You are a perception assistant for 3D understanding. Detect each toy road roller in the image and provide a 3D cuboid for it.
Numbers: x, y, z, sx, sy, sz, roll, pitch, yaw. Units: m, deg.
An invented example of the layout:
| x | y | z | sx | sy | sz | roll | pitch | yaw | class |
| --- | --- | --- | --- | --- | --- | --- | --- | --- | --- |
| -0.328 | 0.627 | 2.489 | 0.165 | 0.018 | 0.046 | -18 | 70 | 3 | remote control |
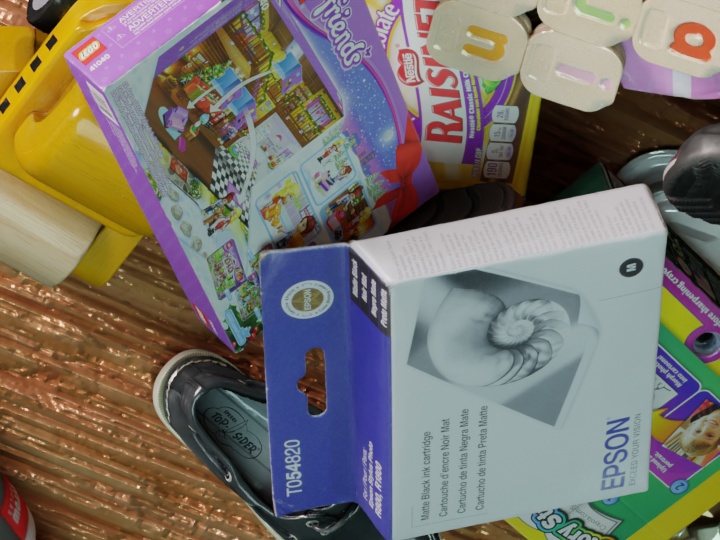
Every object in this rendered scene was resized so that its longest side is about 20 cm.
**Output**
| x | y | z | sx | sy | sz | roll | pitch | yaw | class |
| --- | --- | --- | --- | --- | --- | --- | --- | --- | --- |
| -0.142 | -0.062 | 1.535 | 0.123 | 0.146 | 0.200 | 29 | 118 | -21 | toy road roller |

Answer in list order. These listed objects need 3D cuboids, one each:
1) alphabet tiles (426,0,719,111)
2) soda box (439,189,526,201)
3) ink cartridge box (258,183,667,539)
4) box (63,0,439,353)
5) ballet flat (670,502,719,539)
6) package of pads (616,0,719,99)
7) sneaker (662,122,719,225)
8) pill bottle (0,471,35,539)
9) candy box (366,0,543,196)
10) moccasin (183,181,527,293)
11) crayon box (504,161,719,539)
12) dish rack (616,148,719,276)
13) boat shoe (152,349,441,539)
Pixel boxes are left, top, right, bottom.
| x | y | z | sx | sy | sz | roll | pitch | yaw | class |
| --- | --- | --- | --- | --- | --- | --- | --- | --- | --- |
| 0.097 | -0.169 | 1.431 | 0.195 | 0.015 | 0.200 | 18 | 128 | 5 | alphabet tiles |
| 0.048 | 0.023 | 1.657 | 0.068 | 0.064 | 0.200 | 1 | 125 | -4 | soda box |
| 0.052 | 0.055 | 1.518 | 0.200 | 0.041 | 0.200 | -10 | 135 | -8 | ink cartridge box |
| -0.048 | -0.069 | 1.443 | 0.137 | 0.039 | 0.200 | -38 | 139 | -13 | box |
| 0.208 | 0.153 | 1.749 | 0.200 | 0.072 | 0.072 | -10 | 125 | 6 | ballet flat |
| 0.163 | -0.198 | 1.477 | 0.075 | 0.121 | 0.200 | 2 | 125 | 9 | package of pads |
| 0.207 | -0.081 | 1.546 | 0.076 | 0.116 | 0.200 | 3 | 171 | 19 | sneaker |
| -0.254 | 0.138 | 1.686 | 0.114 | 0.114 | 0.200 | -26 | 123 | 13 | pill bottle |
| 0.046 | -0.128 | 1.506 | 0.102 | 0.026 | 0.200 | 6 | 126 | -1 | candy box |
| 0.000 | -0.001 | 1.563 | 0.201 | 0.074 | 0.078 | -8 | 128 | 20 | moccasin |
| 0.127 | 0.062 | 1.625 | 0.172 | 0.058 | 0.200 | -38 | 125 | 16 | crayon box |
| 0.207 | 0.033 | 1.688 | 0.200 | 0.044 | 0.172 | 19 | 120 | -17 | dish rack |
| -0.028 | 0.117 | 1.692 | 0.199 | 0.066 | 0.075 | 44 | 82 | -14 | boat shoe |
